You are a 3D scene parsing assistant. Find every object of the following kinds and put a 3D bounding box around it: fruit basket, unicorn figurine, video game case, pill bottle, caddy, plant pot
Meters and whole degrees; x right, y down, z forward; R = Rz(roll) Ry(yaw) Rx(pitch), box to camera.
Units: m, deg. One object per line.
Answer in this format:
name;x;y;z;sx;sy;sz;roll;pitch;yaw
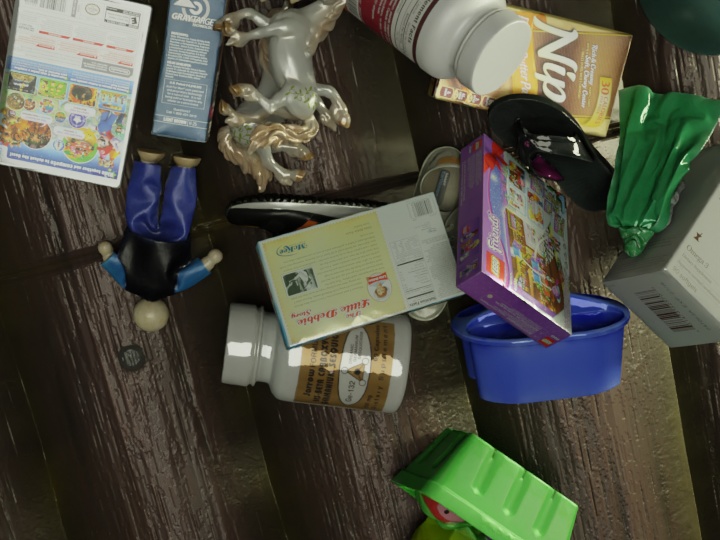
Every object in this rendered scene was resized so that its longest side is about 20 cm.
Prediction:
fruit basket;0.121;0.309;1.333;0.214;0.155;0.217;1;87;-15
unicorn figurine;-0.074;-0.221;1.156;0.137;0.074;0.201;-5;108;-23
video game case;-0.312;-0.201;1.243;0.142;0.018;0.201;11;100;-8
pill bottle;-0.050;0.091;1.278;0.199;0.114;0.115;7;101;-7
unicorn figurine;-0.080;-0.187;1.232;0.137;0.074;0.200;39;95;-14
caddy;0.201;0.073;1.285;0.199;0.141;0.106;-7;105;-5
plant pot;0.410;-0.326;1.214;0.199;0.161;0.202;-1;102;-6
pill bottle;0.073;-0.268;1.171;0.200;0.113;0.113;43;96;26

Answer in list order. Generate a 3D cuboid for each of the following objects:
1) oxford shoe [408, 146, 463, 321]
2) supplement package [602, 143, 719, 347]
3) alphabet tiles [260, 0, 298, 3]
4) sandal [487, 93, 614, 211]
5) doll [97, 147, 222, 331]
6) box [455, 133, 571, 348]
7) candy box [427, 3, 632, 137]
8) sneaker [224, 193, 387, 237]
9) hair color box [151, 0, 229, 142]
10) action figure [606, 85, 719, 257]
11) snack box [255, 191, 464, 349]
oxford shoe;0.082;-0.039;1.294;0.075;0.058;0.201;9;102;-9
supplement package;0.382;-0.031;1.259;0.117;0.117;0.200;41;70;-11
alphabet tiles;-0.024;-0.328;1.149;0.166;0.200;0.006;-21;126;12
sandal;0.219;-0.124;1.258;0.200;0.048;0.075;35;130;-28
doll;-0.219;-0.029;1.271;0.136;0.048;0.201;9;100;-6
box;0.163;-0.034;1.224;0.137;0.201;0.039;34;132;-28
candy box;0.184;-0.225;1.266;0.199;0.055;0.116;12;102;-7
sneaker;-0.051;-0.036;1.274;0.199;0.070;0.091;3;98;-8
hair color box;-0.173;-0.240;1.206;0.060;0.100;0.201;8;101;-8
action figure;0.316;-0.103;1.253;0.118;0.055;0.201;9;65;28
snack box;0.000;0.000;1.223;0.199;0.037;0.117;-16;84;-10
